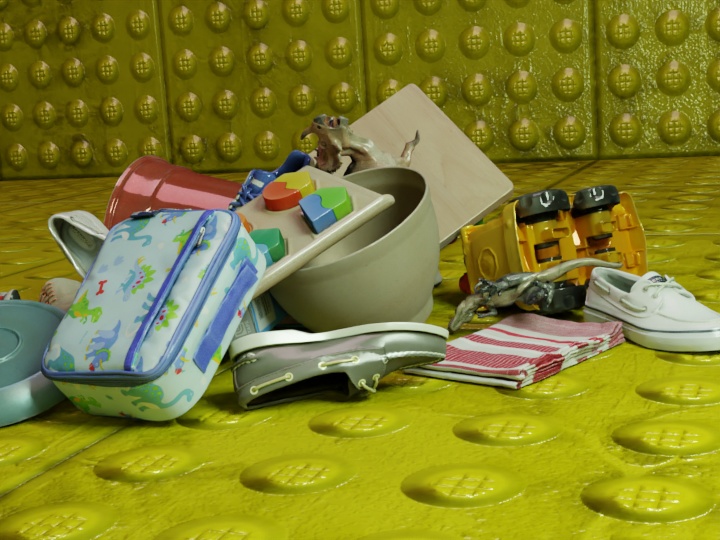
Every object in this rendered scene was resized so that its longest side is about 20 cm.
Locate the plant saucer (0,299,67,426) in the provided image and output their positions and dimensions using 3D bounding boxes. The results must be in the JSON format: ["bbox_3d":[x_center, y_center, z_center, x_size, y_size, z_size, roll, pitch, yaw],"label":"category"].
[{"bbox_3d":[-0.351,0.080,1.122,0.198,0.028,0.201,-1,31,1],"label":"plant saucer"}]

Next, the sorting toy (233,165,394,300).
[{"bbox_3d":[-0.086,-0.048,1.203,0.185,0.037,0.200,-35,27,-20],"label":"sorting toy"}]

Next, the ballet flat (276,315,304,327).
[{"bbox_3d":[-0.112,0.035,1.366,0.198,0.068,0.068,-5,9,-2],"label":"ballet flat"}]

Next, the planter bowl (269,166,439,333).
[{"bbox_3d":[0.000,0.000,1.236,0.199,0.135,0.201,-20,25,10],"label":"planter bowl"}]

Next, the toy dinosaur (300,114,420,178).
[{"bbox_3d":[0.002,-0.088,1.344,0.134,0.202,0.086,-1,20,0],"label":"toy dinosaur"}]

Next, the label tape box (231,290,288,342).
[{"bbox_3d":[-0.186,0.056,1.261,0.199,0.067,0.143,-19,7,13],"label":"label tape box"}]

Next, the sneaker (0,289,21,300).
[{"bbox_3d":[-0.420,0.068,1.327,0.084,0.078,0.200,-14,2,-23],"label":"sneaker"}]

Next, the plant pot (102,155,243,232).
[{"bbox_3d":[-0.188,-0.035,1.489,0.194,0.203,0.201,8,13,20],"label":"plant pot"}]

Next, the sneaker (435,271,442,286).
[{"bbox_3d":[0.038,-0.024,1.508,0.075,0.116,0.200,2,12,30],"label":"sneaker"}]

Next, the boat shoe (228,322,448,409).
[{"bbox_3d":[-0.016,0.086,1.061,0.200,0.061,0.072,-5,-22,-9],"label":"boat shoe"}]

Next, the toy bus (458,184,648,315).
[{"bbox_3d":[0.212,-0.014,1.406,0.199,0.137,0.192,-8,-6,-33],"label":"toy bus"}]

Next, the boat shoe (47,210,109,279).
[{"bbox_3d":[-0.291,0.003,1.385,0.200,0.071,0.069,37,8,13],"label":"boat shoe"}]

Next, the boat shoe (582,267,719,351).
[{"bbox_3d":[0.295,0.036,1.202,0.073,0.067,0.199,-10,12,-32],"label":"boat shoe"}]

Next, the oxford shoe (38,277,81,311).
[{"bbox_3d":[-0.329,0.049,1.294,0.071,0.074,0.200,-49,2,1],"label":"oxford shoe"}]

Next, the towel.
[{"bbox_3d":[0.152,0.075,1.168,0.143,0.023,0.199,3,12,40],"label":"towel"}]

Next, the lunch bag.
[{"bbox_3d":[-0.182,0.034,1.069,0.160,0.083,0.201,1,51,33],"label":"lunch bag"}]

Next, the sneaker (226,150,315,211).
[{"bbox_3d":[-0.126,-0.070,1.336,0.075,0.089,0.200,27,46,31],"label":"sneaker"}]

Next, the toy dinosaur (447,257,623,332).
[{"bbox_3d":[0.171,0.019,1.237,0.199,0.048,0.088,-18,-2,20],"label":"toy dinosaur"}]

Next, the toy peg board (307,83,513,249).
[{"bbox_3d":[0.051,-0.090,1.470,0.199,0.200,0.098,-36,-24,-12],"label":"toy peg board"}]
